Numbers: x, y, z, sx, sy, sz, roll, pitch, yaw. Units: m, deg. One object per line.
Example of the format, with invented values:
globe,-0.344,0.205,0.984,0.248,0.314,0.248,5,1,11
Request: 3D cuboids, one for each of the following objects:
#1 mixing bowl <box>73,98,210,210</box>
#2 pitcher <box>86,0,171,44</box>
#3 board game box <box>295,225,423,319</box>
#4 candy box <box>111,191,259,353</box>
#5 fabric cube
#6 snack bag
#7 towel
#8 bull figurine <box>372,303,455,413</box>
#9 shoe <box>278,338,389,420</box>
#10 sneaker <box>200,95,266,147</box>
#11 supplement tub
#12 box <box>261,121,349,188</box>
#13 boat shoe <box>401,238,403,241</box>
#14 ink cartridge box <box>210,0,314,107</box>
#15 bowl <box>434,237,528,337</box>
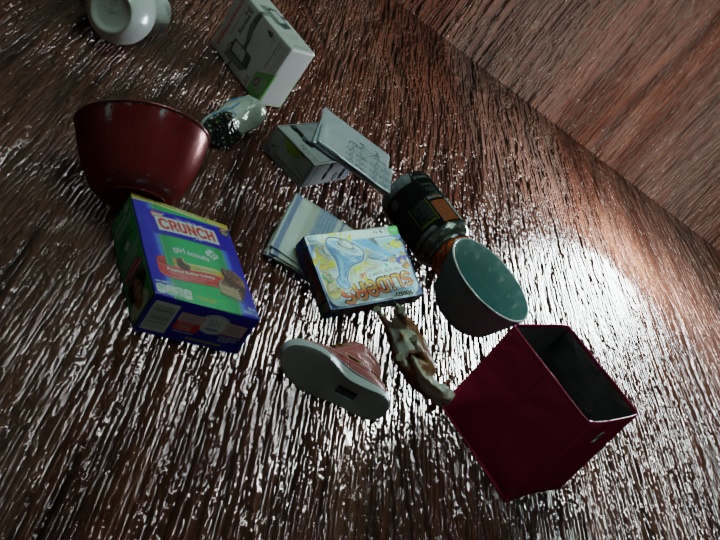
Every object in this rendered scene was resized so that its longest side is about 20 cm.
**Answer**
mixing bowl,-0.319,-0.150,1.404,0.198,0.198,0.111,18,67,-38
pitcher,-0.459,-0.495,1.829,0.168,0.124,0.200,17,16,-1
board game box,0.000,0.000,1.641,0.197,0.034,0.138,-9,69,-37
candy box,-0.245,0.004,1.352,0.167,0.077,0.202,18,32,-38
fabric cube,0.292,0.228,1.597,0.194,0.200,0.201,5,41,-51
snack bag,-0.010,-0.248,2.003,0.187,0.021,0.201,34,26,-13
towel,-0.058,-0.029,1.659,0.198,0.024,0.149,32,52,-13
bull figurine,0.085,0.137,1.593,0.201,0.064,0.122,57,-3,46
shoe,-0.041,0.139,1.434,0.199,0.072,0.092,34,24,-27
sneaker,-0.248,-0.279,1.827,0.071,0.073,0.200,11,24,21
supplement tub,0.139,-0.094,1.985,0.121,0.123,0.201,6,42,-49
box,-0.096,-0.234,1.955,0.117,0.060,0.199,47,26,13
boat shoe,0.015,-0.042,1.788,0.063,0.073,0.199,48,27,12
ink cartridge box,-0.211,-0.471,2.075,0.083,0.146,0.201,-3,48,-53
bowl,0.217,0.047,1.876,0.199,0.105,0.203,33,32,-23
